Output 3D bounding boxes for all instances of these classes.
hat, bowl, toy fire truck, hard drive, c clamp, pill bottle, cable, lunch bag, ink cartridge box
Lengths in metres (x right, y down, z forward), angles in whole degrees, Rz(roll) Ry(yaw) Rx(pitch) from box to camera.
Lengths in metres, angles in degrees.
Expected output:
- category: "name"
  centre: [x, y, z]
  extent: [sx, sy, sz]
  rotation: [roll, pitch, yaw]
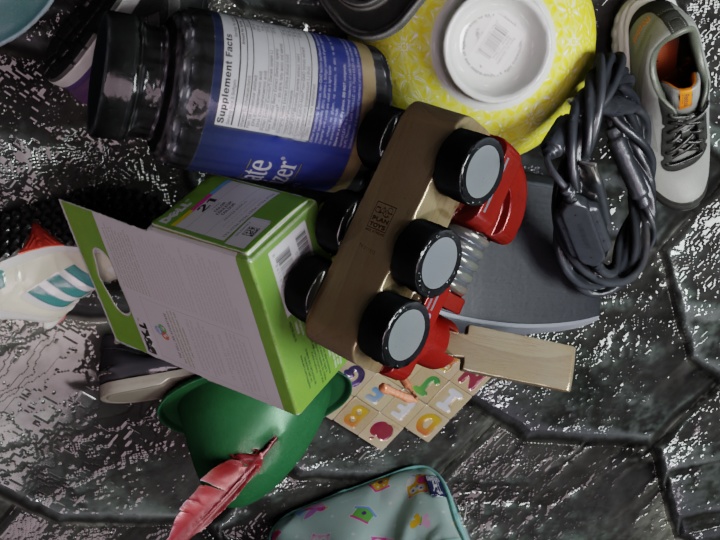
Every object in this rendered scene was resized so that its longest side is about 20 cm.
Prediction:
- category: "hat"
  centre: [-0.091, 0.190, 0.907]
  extent: [0.198, 0.177, 0.166]
  rotation: [-6, 152, -10]
- category: "bowl"
  centre: [0.093, -0.171, 0.802]
  extent: [0.198, 0.108, 0.202]
  rotation: [-1, 104, -5]
- category: "toy fire truck"
  centre: [0.074, 0.002, 0.752]
  extent: [0.200, 0.128, 0.177]
  rotation: [28, 86, -52]
- category: "hard drive"
  centre: [0.121, -0.014, 0.859]
  extent: [0.199, 0.042, 0.136]
  rotation: [4, 92, -34]
- category: "c clamp"
  centre: [0.019, -0.275, 0.764]
  extent: [0.200, 0.171, 0.027]
  rotation: [-53, 160, 24]
- category: "pill bottle"
  centre: [-0.087, -0.122, 0.755]
  extent: [0.198, 0.112, 0.113]
  rotation: [7, 116, -21]
- category: "cable"
  centre: [0.193, -0.072, 0.843]
  extent: [0.050, 0.164, 0.200]
  rotation: [2, 148, 31]
- category: "lunch bag"
  centre: [0.016, 0.279, 1.022]
  extent: [0.199, 0.161, 0.078]
  rotation: [-20, 121, 0]
- category: "ink cartridge box"
  centre: [-0.116, 0.005, 0.799]
  extent: [0.076, 0.199, 0.149]
  rotation: [-45, 137, -35]

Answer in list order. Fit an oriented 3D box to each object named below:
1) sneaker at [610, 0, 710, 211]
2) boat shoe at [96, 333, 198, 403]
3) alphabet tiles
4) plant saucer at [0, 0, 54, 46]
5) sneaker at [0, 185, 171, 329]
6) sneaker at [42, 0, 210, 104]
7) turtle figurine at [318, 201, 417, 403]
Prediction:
- category: "sneaker"
  centre: [0.261, -0.133, 0.902]
  extent: [0.073, 0.079, 0.201]
  rotation: [-23, 122, -3]
- category: "boat shoe"
  centre: [-0.131, 0.067, 0.929]
  extent: [0.198, 0.063, 0.073]
  rotation: [-11, 162, -4]
- category: "alphabet tiles"
  centre: [0.049, 0.080, 1.010]
  extent: [0.166, 0.006, 0.200]
  rotation: [35, 106, -26]
- category: "plant saucer"
  centre: [-0.300, -0.248, 0.738]
  extent: [0.198, 0.036, 0.201]
  rotation: [-6, 123, -10]
- category: "sneaker"
  centre: [-0.241, -0.004, 0.878]
  extent: [0.198, 0.071, 0.094]
  rotation: [-13, 138, -7]
- category: "sneaker"
  centre: [-0.141, -0.199, 0.795]
  extent: [0.200, 0.076, 0.087]
  rotation: [-43, 133, 16]
- category: "turtle figurine"
  centre: [0.000, 0.000, 0.867]
  extent: [0.064, 0.162, 0.201]
  rotation: [-31, 120, 6]
